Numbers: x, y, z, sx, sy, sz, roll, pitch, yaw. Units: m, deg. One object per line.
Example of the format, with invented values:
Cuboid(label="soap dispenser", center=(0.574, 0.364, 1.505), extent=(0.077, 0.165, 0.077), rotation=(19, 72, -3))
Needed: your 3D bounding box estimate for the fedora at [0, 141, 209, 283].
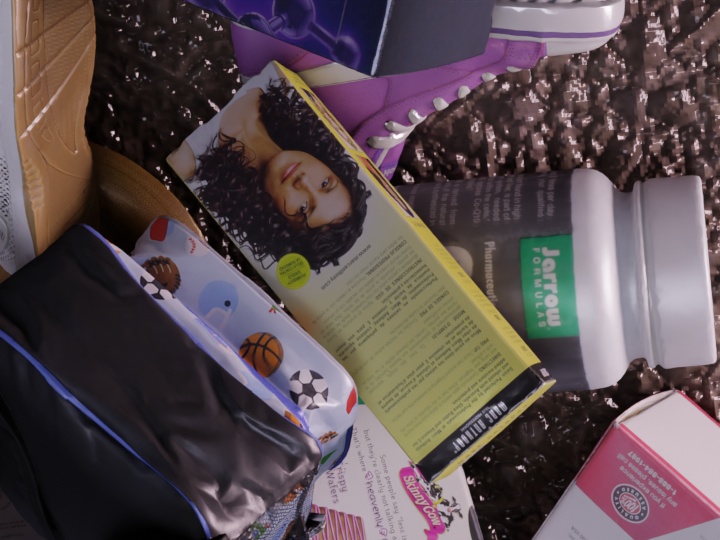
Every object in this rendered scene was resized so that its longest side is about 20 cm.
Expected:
Cuboid(label="fedora", center=(-0.155, 0.007, 0.944), extent=(0.199, 0.082, 0.202), rotation=(4, 120, 7))

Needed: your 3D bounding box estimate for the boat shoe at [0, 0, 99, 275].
Cuboid(label="boat shoe", center=(-0.166, -0.074, 0.804), extent=(0.069, 0.071, 0.201), rotation=(20, 131, 16))

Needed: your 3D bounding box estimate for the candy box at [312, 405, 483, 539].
Cuboid(label="candy box", center=(-0.036, 0.150, 0.939), extent=(0.199, 0.061, 0.137), rotation=(-14, 74, -3))

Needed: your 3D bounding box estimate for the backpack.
Cuboid(label="backpack", center=(-0.097, 0.084, 0.826), extent=(0.200, 0.154, 0.191), rotation=(45, 148, 20))

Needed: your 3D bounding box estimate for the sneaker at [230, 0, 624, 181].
Cuboid(label="sneaker", center=(0.036, -0.099, 0.870), extent=(0.199, 0.073, 0.115), rotation=(3, 121, 20))

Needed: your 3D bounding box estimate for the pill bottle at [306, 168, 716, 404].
Cuboid(label="pill bottle", center=(0.078, 0.007, 0.887), extent=(0.199, 0.113, 0.114), rotation=(-5, 116, 12))

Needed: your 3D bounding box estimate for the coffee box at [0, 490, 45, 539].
Cuboid(label="coffee box", center=(-0.212, 0.190, 0.976), extent=(0.079, 0.200, 0.114), rotation=(1, 125, -32))

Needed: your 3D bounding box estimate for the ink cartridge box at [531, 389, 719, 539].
Cuboid(label="ink cartridge box", center=(0.159, 0.191, 0.956), extent=(0.146, 0.083, 0.201), rotation=(41, 121, 20))

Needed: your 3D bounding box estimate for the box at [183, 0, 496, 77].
Cuboid(label="box", center=(-0.031, -0.190, 0.763), extent=(0.199, 0.104, 0.149), rotation=(24, 114, 25))

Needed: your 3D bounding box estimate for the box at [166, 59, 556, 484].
Cuboid(label="box", center=(0.000, 0.000, 0.821), extent=(0.075, 0.050, 0.200), rotation=(-42, 81, 8))
